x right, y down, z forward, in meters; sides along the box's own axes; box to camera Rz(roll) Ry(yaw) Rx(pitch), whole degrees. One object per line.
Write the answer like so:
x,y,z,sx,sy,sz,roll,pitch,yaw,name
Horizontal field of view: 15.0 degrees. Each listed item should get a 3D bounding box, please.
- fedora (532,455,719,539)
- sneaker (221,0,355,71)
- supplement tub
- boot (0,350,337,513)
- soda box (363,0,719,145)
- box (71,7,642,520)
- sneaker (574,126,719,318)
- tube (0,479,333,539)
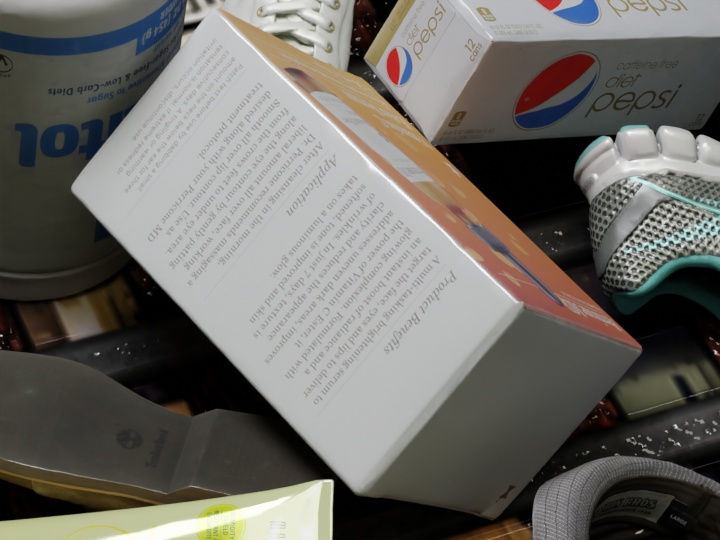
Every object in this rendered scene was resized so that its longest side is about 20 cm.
0.125,0.170,1.113,0.176,0.090,0.200,23,32,-24,fedora
-0.036,-0.143,1.368,0.072,0.085,0.201,9,51,-5,sneaker
-0.147,-0.096,1.230,0.131,0.200,0.132,5,50,-6,supplement tub
-0.110,0.091,1.164,0.199,0.076,0.074,16,41,10,boot
0.102,-0.110,1.335,0.199,0.068,0.064,-6,49,-43,soda box
0.000,0.000,1.193,0.200,0.152,0.106,45,101,24,box
0.201,-0.009,1.312,0.199,0.078,0.092,4,66,-3,sneaker
-0.107,0.126,1.108,0.199,0.058,0.052,-3,23,12,tube
